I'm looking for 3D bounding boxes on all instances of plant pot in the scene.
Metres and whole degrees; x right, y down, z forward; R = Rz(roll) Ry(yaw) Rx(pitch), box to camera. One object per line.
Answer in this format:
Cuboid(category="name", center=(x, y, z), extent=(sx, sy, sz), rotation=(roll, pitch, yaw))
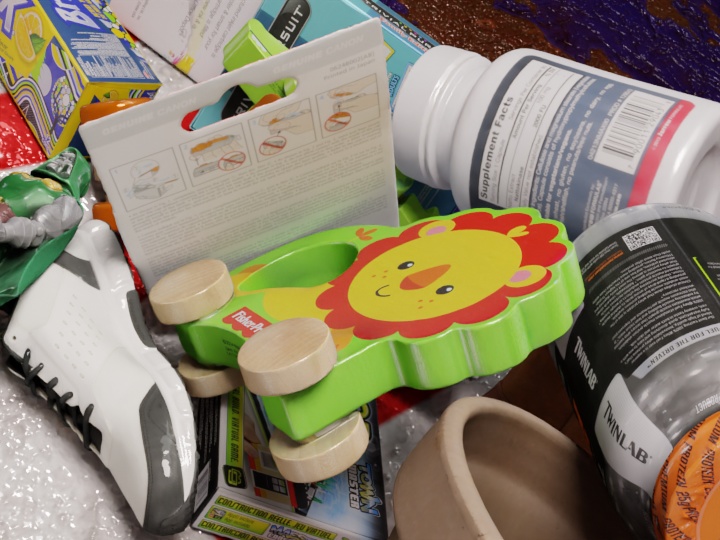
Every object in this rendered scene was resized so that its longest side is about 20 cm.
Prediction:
Cuboid(category="plant pot", center=(0.057, 0.187, 0.562), extent=(0.199, 0.175, 0.201), rotation=(38, 18, -15))

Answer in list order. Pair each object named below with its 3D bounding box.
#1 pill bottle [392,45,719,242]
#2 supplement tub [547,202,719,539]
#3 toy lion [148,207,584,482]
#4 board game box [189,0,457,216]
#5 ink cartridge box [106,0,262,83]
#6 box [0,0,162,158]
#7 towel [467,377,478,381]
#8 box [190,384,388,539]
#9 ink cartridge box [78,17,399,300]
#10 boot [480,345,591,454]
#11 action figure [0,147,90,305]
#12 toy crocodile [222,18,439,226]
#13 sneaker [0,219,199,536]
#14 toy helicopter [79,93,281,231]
Cuboid(category="pill bottle", center=(0.124, -0.073, 0.791), extent=(0.198, 0.121, 0.119), rotation=(23, 24, 29))
Cuboid(category="supplement tub", center=(0.164, 0.059, 0.603), extent=(0.121, 0.123, 0.201), rotation=(26, 21, -15))
Cuboid(category="toy lion", center=(0.009, 0.016, 0.650), extent=(0.190, 0.070, 0.199), rotation=(-29, 25, -21))
Cuboid(category="board game box", center=(-0.004, -0.114, 0.919), extent=(0.199, 0.152, 0.047), rotation=(35, 26, -3))
Cuboid(category="ink cartridge box", center=(-0.100, -0.247, 1.001), extent=(0.199, 0.147, 0.146), rotation=(37, 32, -1))
Cuboid(category="box", center=(-0.219, -0.171, 0.863), extent=(0.064, 0.070, 0.201), rotation=(-4, 50, -47))
Cuboid(category="towel", center=(0.000, 0.000, 0.857), extent=(0.198, 0.024, 0.147), rotation=(33, 10, -5))
Cuboid(category="box", center=(-0.043, 0.079, 0.752), extent=(0.109, 0.035, 0.202), rotation=(22, 35, -22))
Cuboid(category="ink cartridge box", center=(-0.061, -0.060, 0.686), extent=(0.158, 0.201, 0.048), rotation=(-21, 60, -7))
Cuboid(category="boot", center=(0.164, 0.098, 0.769), extent=(0.187, 0.201, 0.069), rotation=(33, 27, -5))
Cuboid(category="action figure", center=(-0.206, -0.012, 0.637), extent=(0.117, 0.055, 0.200), rotation=(17, 35, 23))
Cuboid(category="toy crocodile", center=(-0.019, -0.091, 0.875), extent=(0.200, 0.067, 0.062), rotation=(46, 43, -3))
Cuboid(category="sneaker", center=(-0.144, 0.060, 0.663), extent=(0.079, 0.074, 0.201), rotation=(-9, 48, -30))
Cuboid(category="toy helicopter", center=(-0.076, -0.078, 0.810), extent=(0.132, 0.197, 0.080), rotation=(-29, 113, -74))
